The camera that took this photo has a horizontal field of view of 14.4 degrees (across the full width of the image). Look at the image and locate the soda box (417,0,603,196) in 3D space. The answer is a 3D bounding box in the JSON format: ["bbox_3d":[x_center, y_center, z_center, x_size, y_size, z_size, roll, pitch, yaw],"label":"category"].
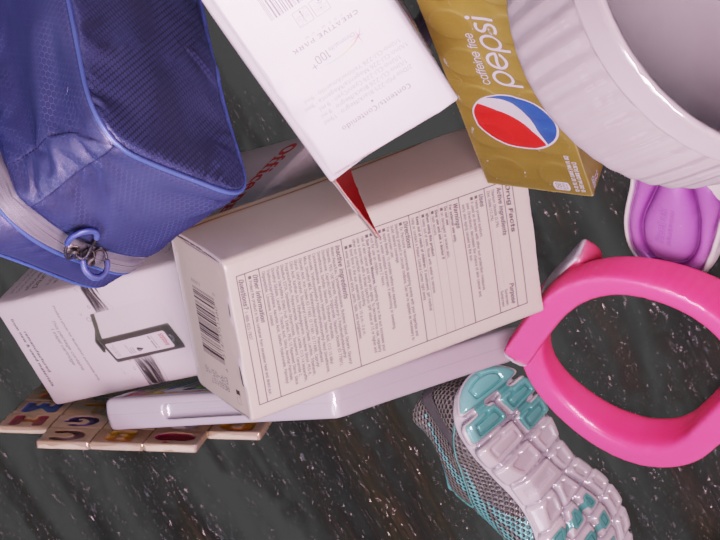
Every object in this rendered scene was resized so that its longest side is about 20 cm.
[{"bbox_3d":[0.085,-0.126,1.542,0.067,0.064,0.200,8,148,23],"label":"soda box"}]

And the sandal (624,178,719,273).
[{"bbox_3d":[0.177,-0.063,1.590,0.082,0.050,0.203,14,138,23],"label":"sandal"}]

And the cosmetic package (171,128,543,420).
[{"bbox_3d":[0.000,0.000,1.642,0.073,0.199,0.104,29,133,55],"label":"cosmetic package"}]

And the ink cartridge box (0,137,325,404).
[{"bbox_3d":[-0.105,-0.002,1.771,0.199,0.146,0.085,-14,115,41],"label":"ink cartridge box"}]

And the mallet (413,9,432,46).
[{"bbox_3d":[0.060,-0.179,1.573,0.066,0.041,0.200,40,144,-10],"label":"mallet"}]

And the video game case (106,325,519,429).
[{"bbox_3d":[-0.026,0.066,1.757,0.181,0.200,0.024,-6,96,38],"label":"video game case"}]

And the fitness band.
[{"bbox_3d":[0.167,0.052,1.703,0.143,0.037,0.200,32,149,-1],"label":"fitness band"}]

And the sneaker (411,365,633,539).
[{"bbox_3d":[0.104,0.141,1.841,0.091,0.078,0.200,1,128,54],"label":"sneaker"}]

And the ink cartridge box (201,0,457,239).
[{"bbox_3d":[-0.018,-0.135,1.540,0.084,0.200,0.176,-33,113,5],"label":"ink cartridge box"}]

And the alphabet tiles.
[{"bbox_3d":[-0.134,0.086,1.809,0.166,0.200,0.006,2,102,8],"label":"alphabet tiles"}]

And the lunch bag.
[{"bbox_3d":[-0.162,-0.085,1.593,0.132,0.201,0.136,-32,146,28],"label":"lunch bag"}]

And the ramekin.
[{"bbox_3d":[0.167,-0.136,1.421,0.200,0.200,0.105,44,149,-11],"label":"ramekin"}]
